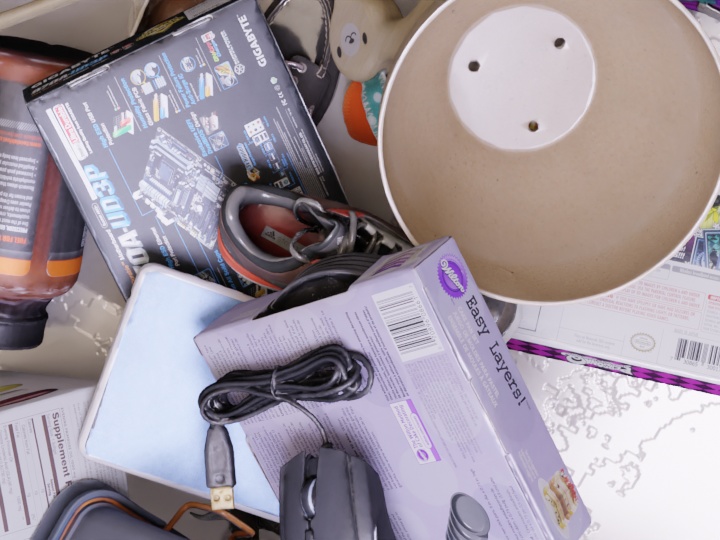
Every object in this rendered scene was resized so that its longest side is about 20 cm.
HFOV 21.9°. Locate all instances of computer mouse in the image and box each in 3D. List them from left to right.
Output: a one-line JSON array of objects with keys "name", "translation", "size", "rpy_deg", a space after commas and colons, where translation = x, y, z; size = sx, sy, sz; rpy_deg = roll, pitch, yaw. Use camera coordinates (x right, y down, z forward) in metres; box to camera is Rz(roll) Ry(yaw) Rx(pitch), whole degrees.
[{"name": "computer mouse", "translation": [-0.040, 0.147, 1.067], "size": [0.140, 0.046, 0.201], "rpy_deg": [-8, 95, 40]}]

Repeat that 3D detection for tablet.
[{"name": "tablet", "translation": [-0.063, 0.086, 1.162], "size": [0.199, 0.014, 0.131], "rpy_deg": [19, 96, -10]}]

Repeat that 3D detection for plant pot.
[{"name": "plant pot", "translation": [0.105, -0.096, 1.092], "size": [0.199, 0.135, 0.201], "rpy_deg": [-1, 111, -3]}]

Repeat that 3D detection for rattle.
[{"name": "rattle", "translation": [-0.014, -0.158, 1.149], "size": [0.130, 0.143, 0.201], "rpy_deg": [37, 123, 24]}]

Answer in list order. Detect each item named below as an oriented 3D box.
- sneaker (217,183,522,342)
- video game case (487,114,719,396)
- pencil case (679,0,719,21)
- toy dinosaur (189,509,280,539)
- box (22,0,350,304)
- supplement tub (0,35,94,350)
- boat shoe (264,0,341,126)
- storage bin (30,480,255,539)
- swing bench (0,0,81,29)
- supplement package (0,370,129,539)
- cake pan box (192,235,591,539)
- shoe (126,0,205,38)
[{"name": "sneaker", "translation": [0.000, 0.000, 1.118], "size": [0.199, 0.082, 0.077], "rpy_deg": [17, 79, 9]}, {"name": "video game case", "translation": [0.170, -0.026, 1.166], "size": [0.199, 0.036, 0.182], "rpy_deg": [12, 75, 10]}, {"name": "pencil case", "translation": [0.166, -0.198, 1.152], "size": [0.199, 0.085, 0.093], "rpy_deg": [7, 73, 11]}, {"name": "toy dinosaur", "translation": [-0.025, 0.138, 1.222], "size": [0.102, 0.077, 0.200], "rpy_deg": [18, 135, -24]}, {"name": "box", "translation": [-0.100, -0.057, 1.187], "size": [0.158, 0.046, 0.201], "rpy_deg": [-27, 109, -4]}, {"name": "supplement tub", "translation": [-0.232, -0.051, 1.245], "size": [0.106, 0.107, 0.201], "rpy_deg": [13, 100, 9]}, {"name": "boat shoe", "translation": [-0.066, -0.098, 1.229], "size": [0.067, 0.057, 0.201], "rpy_deg": [27, 103, 6]}, {"name": "storage bin", "translation": [-0.095, 0.220, 1.133], "size": [0.200, 0.134, 0.146], "rpy_deg": [41, 68, -32]}, {"name": "swing bench", "translation": [-0.217, -0.267, 1.185], "size": [0.198, 0.201, 0.130], "rpy_deg": [-16, 139, 15]}, {"name": "supplement package", "translation": [-0.246, 0.154, 1.226], "size": [0.200, 0.111, 0.157], "rpy_deg": [0, 101, 53]}, {"name": "cake pan box", "translation": [0.014, 0.089, 1.086], "size": [0.184, 0.052, 0.201], "rpy_deg": [-20, 103, 39]}, {"name": "shoe", "translation": [-0.086, -0.210, 1.218], "size": [0.070, 0.053, 0.200], "rpy_deg": [41, 105, 5]}]
